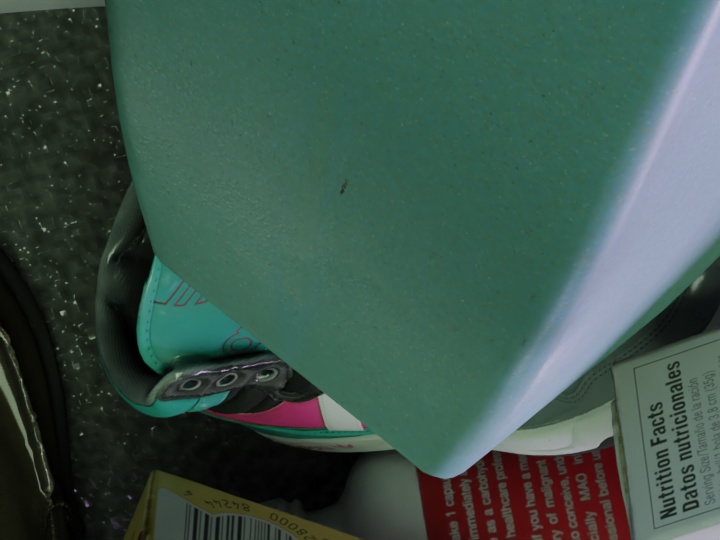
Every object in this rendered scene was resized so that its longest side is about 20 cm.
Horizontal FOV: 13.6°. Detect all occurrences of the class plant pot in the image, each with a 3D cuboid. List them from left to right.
[{"bbox_3d":[0.034,-0.067,0.616,0.141,0.141,0.200,38,137,19],"label":"plant pot"}]

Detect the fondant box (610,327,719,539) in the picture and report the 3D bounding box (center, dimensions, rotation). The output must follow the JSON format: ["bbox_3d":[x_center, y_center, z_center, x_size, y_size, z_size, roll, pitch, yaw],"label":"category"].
[{"bbox_3d":[0.178,0.050,0.712,0.199,0.058,0.144,-19,139,19],"label":"fondant box"}]

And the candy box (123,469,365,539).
[{"bbox_3d":[0.017,0.143,0.811,0.199,0.057,0.117,18,114,-9],"label":"candy box"}]

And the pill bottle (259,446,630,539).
[{"bbox_3d":[0.063,0.093,0.882,0.199,0.112,0.113,-11,113,3],"label":"pill bottle"}]

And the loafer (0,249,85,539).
[{"bbox_3d":[-0.116,0.070,0.885,0.073,0.071,0.201,-17,113,5],"label":"loafer"}]

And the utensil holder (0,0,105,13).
[{"bbox_3d":[-0.067,-0.143,0.702,0.169,0.200,0.171,3,97,29],"label":"utensil holder"}]

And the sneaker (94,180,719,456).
[{"bbox_3d":[0.000,0.000,0.797,0.199,0.084,0.120,-13,157,43],"label":"sneaker"}]
